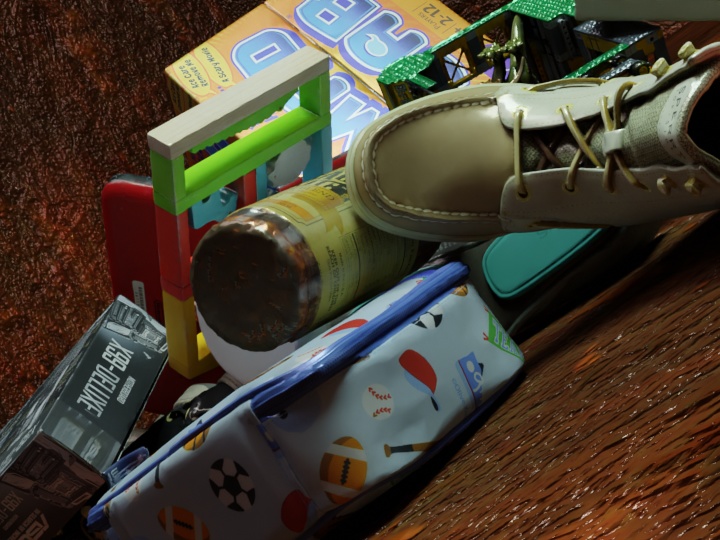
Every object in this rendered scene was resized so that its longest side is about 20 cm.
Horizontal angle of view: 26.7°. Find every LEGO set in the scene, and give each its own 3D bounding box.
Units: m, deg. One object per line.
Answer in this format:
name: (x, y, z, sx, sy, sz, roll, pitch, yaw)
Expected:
LEGO set: (0.110, -0.077, 0.882, 0.153, 0.117, 0.200, -35, 28, -19)

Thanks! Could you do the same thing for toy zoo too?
toy zoo: (-0.067, -0.021, 0.918, 0.131, 0.020, 0.201, -34, -41, -37)

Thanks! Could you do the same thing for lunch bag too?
lunch bag: (-0.027, 0.076, 0.695, 0.200, 0.076, 0.160, -34, 1, 40)

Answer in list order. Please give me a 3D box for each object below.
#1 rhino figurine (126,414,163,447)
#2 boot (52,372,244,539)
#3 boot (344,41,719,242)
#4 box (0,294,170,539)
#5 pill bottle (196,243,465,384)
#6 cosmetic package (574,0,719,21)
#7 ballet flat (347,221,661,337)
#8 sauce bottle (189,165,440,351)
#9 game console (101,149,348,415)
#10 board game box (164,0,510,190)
rhino figurine: (-0.163, 0.144, 1.082, 0.087, 0.060, 0.200, -9, 19, 40)
boot: (-0.118, 0.134, 0.920, 0.150, 0.073, 0.200, -43, 12, -19)
boot: (0.101, -0.053, 0.637, 0.198, 0.073, 0.155, -4, 0, -11)
box: (-0.204, 0.126, 0.921, 0.200, 0.050, 0.158, -46, 13, 25)
pill bottle: (0.000, 0.000, 0.905, 0.199, 0.111, 0.111, -22, -9, -45)
cosmetic package: (0.221, -0.178, 0.804, 0.198, 0.074, 0.103, 6, 25, 27)
ballet flat: (0.073, 0.012, 0.794, 0.199, 0.068, 0.063, -35, -25, 26)
sauce bottle: (-0.002, -0.019, 0.732, 0.066, 0.066, 0.200, -35, -3, 33)
game console: (-0.073, 0.003, 1.051, 0.119, 0.171, 0.201, -64, -21, -50)
board game box: (-0.004, -0.092, 1.208, 0.199, 0.200, 0.201, -37, -31, -20)
